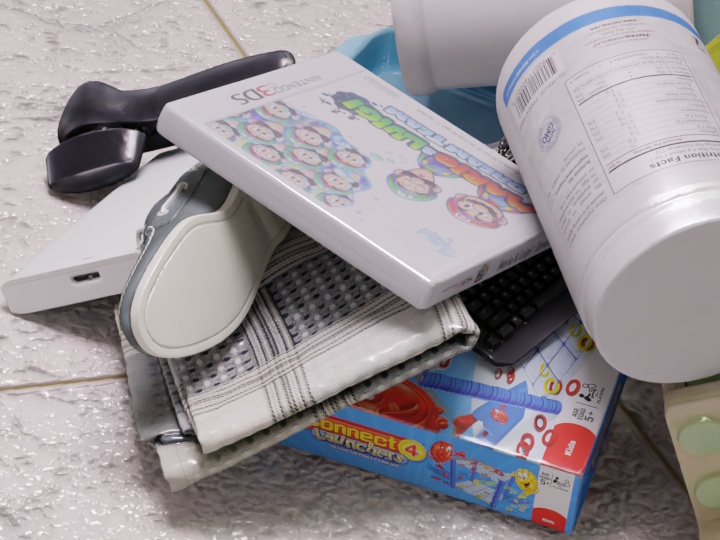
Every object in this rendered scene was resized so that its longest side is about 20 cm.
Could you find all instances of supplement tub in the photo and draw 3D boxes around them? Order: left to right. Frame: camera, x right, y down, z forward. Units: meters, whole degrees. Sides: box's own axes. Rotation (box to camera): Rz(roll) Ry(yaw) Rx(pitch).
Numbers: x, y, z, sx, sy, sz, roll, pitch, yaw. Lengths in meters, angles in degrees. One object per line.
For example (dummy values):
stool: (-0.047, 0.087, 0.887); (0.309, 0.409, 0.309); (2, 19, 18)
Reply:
supplement tub: (0.162, -0.050, 1.347); (0.131, 0.132, 0.201); (-1, 45, -18)

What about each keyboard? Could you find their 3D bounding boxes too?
keyboard: (0.104, -0.028, 1.453); (0.127, 0.021, 0.200); (35, 53, 25)

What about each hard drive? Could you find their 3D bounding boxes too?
hard drive: (-0.125, -0.036, 1.523); (0.131, 0.026, 0.200); (-11, 21, 31)

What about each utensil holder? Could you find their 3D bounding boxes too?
utensil holder: (0.127, -0.212, 1.633); (0.199, 0.171, 0.170); (-4, 31, 8)

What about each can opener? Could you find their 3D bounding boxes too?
can opener: (-0.119, -0.104, 1.593); (0.199, 0.063, 0.079); (-16, 69, 20)

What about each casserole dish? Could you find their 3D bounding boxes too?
casserole dish: (0.072, -0.113, 1.705); (0.199, 0.039, 0.121); (22, 35, 12)

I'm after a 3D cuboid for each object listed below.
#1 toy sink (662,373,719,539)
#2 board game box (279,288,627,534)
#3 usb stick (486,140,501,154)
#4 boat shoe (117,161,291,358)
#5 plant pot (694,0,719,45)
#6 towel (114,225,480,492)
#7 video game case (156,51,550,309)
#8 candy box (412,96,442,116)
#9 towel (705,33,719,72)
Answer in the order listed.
toy sink: (0.244, 0.073, 1.374); (0.130, 0.112, 0.201); (-11, 42, 13)
board game box: (0.064, 0.041, 1.439); (0.195, 0.056, 0.200); (16, 48, 10)
usb stick: (0.116, -0.072, 1.584); (0.199, 0.033, 0.055); (-17, 40, -21)
boat shoe: (-0.096, -0.013, 1.388); (0.062, 0.073, 0.200); (-7, 31, 31)
plant pot: (0.295, -0.137, 1.730); (0.199, 0.201, 0.197); (8, 40, -5)
towel: (-0.047, 0.027, 1.382); (0.199, 0.035, 0.193); (-27, 35, 1)
video game case: (0.009, -0.058, 1.397); (0.200, 0.024, 0.182); (34, 30, 21)
candy box: (-0.029, -0.093, 1.700); (0.199, 0.027, 0.102); (-5, 39, -24)
towel: (0.219, -0.065, 1.524); (0.018, 0.086, 0.201); (28, 47, -28)
